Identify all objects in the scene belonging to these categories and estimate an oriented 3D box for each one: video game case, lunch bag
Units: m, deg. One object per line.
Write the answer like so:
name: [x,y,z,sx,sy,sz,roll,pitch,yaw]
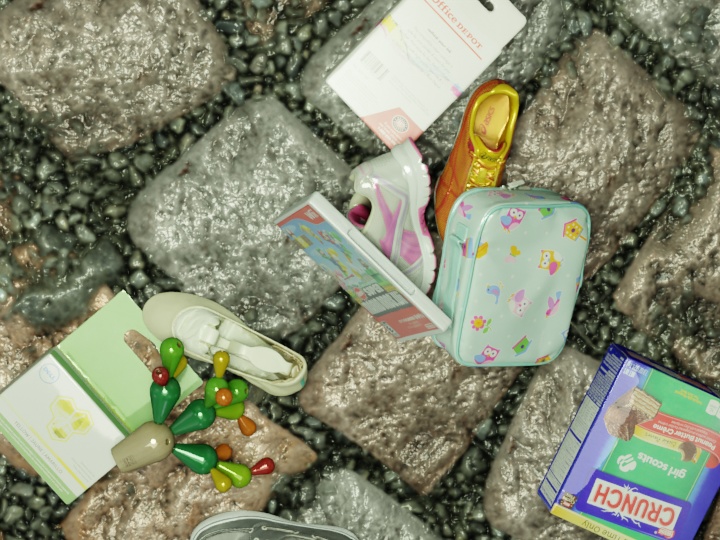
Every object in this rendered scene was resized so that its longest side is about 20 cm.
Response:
video game case: [0.000,0.000,1.541,0.200,0.143,0.017,44,73,-9]
lunch bag: [0.157,0.003,1.549,0.159,0.077,0.201,0,111,-25]

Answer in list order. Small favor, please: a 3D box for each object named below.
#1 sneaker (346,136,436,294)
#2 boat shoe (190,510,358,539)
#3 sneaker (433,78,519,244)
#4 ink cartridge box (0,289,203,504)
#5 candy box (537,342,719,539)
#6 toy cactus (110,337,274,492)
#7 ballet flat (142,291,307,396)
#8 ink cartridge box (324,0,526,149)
sneaker: [0.028,-0.047,1.541,0.088,0.082,0.201,-12,124,-9]
boat shoe: [-0.095,0.322,1.625,0.198,0.066,0.070,9,99,-5]
sneaker: [0.124,-0.110,1.561,0.072,0.077,0.202,8,100,-6]
ink cartridge box: [-0.297,0.141,1.595,0.200,0.048,0.146,-39,99,6]
candy box: [0.322,0.211,1.625,0.168,0.077,0.201,24,99,-7]
toy cactus: [-0.190,0.176,1.563,0.164,0.102,0.201,-28,124,-4]
ballet flat: [-0.147,0.079,1.582,0.199,0.069,0.070,25,97,-7]
ink cartridge box: [0.070,-0.237,1.541,0.200,0.068,0.116,-44,99,6]
